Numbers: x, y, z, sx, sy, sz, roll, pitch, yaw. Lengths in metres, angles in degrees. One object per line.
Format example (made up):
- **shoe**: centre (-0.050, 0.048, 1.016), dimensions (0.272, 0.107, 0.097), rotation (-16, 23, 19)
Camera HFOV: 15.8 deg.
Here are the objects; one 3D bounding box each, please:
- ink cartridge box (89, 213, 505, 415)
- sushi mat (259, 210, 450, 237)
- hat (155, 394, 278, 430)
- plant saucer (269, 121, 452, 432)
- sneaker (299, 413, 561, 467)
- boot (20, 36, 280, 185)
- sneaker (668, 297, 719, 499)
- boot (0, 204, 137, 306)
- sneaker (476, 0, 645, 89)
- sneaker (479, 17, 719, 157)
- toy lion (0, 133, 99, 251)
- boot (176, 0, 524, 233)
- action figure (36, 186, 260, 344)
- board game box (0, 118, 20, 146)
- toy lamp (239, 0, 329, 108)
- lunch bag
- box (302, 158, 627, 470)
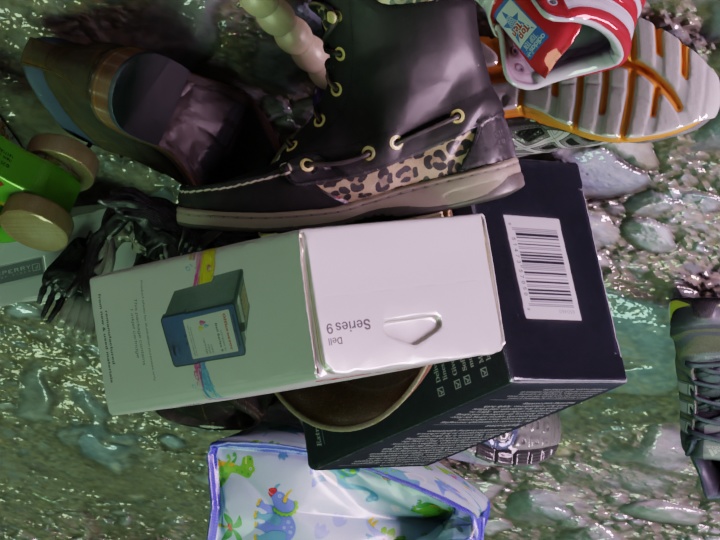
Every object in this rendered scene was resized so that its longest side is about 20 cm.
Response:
- **ink cartridge box**: centre (-0.038, 0.025, 1.492), dimensions (0.145, 0.088, 0.200), rotation (-7, 178, -41)
- **sushi mat**: centre (-0.012, 0.005, 1.586), dimensions (0.012, 0.096, 0.200), rotation (2, 169, -41)
- **hat**: centre (-0.110, 0.066, 1.850), dimensions (0.200, 0.081, 0.201), rotation (9, 147, 6)
- **plant saucer**: centre (0.000, 0.000, 1.610), dimensions (0.037, 0.201, 0.200), rotation (2, 160, -41)
- **sneaker**: centre (0.048, 0.101, 1.871), dimensions (0.200, 0.075, 0.087), rotation (13, 165, -14)
- **boot**: centre (-0.128, -0.097, 1.640), dimensions (0.097, 0.075, 0.200), rotation (22, 170, 35)
- **sneaker**: centre (0.249, 0.086, 1.768), dimensions (0.074, 0.081, 0.200), rotation (0, 146, 17)
- **boot**: centre (-0.226, -0.018, 1.771), dimensions (0.200, 0.096, 0.074), rotation (-7, 112, -21)
- **sneaker**: centre (0.062, -0.168, 1.402), dimensions (0.200, 0.113, 0.071), rotation (15, 147, -5)
- **sneaker**: centre (0.116, -0.103, 1.535), dimensions (0.200, 0.078, 0.077), rotation (3, 160, 19)
- **toy lion**: centre (-0.296, -0.078, 1.644), dimensions (0.192, 0.069, 0.200), rotation (-12, 140, 44)
- **boot**: centre (-0.014, -0.101, 1.479), dimensions (0.200, 0.151, 0.073), rotation (-7, -175, 8)
- **action figure**: centre (-0.132, 0.005, 1.641), dimensions (0.119, 0.102, 0.200), rotation (13, 166, -21)
- **board game box**: centre (-0.312, -0.104, 1.693), dimensions (0.134, 0.034, 0.200), rotation (-2, 145, 21)
- **toy lamp**: centre (-0.056, -0.157, 1.512), dimensions (0.058, 0.058, 0.200), rotation (-13, 143, 33)
- **lunch bag**: centre (-0.006, 0.179, 1.907), dimensions (0.200, 0.128, 0.170), rotation (2, -178, 5)
- **box**: centre (0.053, 0.031, 1.656), dimensions (0.107, 0.149, 0.200), rotation (2, 160, -41)
